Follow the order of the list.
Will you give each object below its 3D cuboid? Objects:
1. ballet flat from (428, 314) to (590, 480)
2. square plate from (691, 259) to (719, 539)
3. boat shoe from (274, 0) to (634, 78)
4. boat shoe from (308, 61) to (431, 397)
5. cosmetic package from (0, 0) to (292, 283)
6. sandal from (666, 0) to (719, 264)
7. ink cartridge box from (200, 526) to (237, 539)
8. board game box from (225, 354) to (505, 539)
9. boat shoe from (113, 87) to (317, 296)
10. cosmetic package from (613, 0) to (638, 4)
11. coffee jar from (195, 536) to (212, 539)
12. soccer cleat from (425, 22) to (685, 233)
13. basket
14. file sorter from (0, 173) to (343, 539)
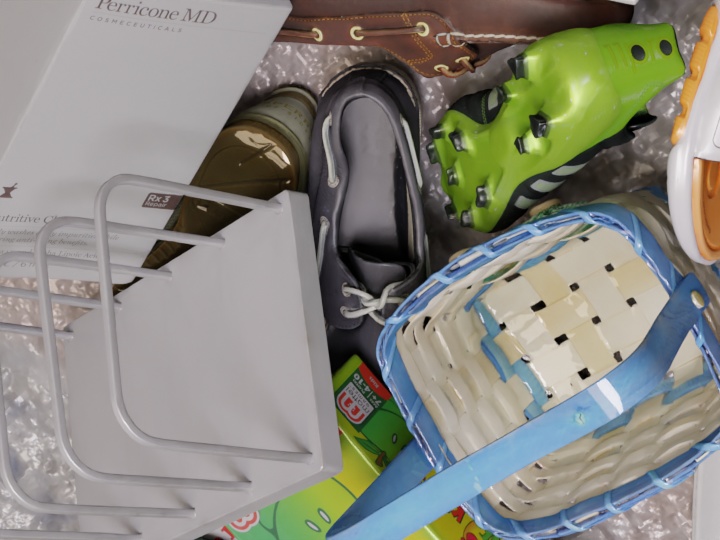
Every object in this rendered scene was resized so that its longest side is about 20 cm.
[{"bbox_3d":[0.047,0.042,1.079,0.199,0.046,0.068,30,99,2],"label":"ballet flat"},{"bbox_3d":[0.260,0.069,1.001,0.199,0.028,0.200,6,114,21],"label":"square plate"},{"bbox_3d":[0.037,-0.127,0.990,0.199,0.070,0.071,14,110,27],"label":"boat shoe"},{"bbox_3d":[0.000,0.000,1.022,0.072,0.063,0.202,2,100,5],"label":"boat shoe"},{"bbox_3d":[-0.131,-0.088,1.012,0.200,0.112,0.081,-56,46,39],"label":"cosmetic package"},{"bbox_3d":[0.184,-0.100,0.902,0.059,0.079,0.208,15,97,26],"label":"sandal"},{"bbox_3d":[0.002,0.175,1.127,0.200,0.084,0.146,39,121,4],"label":"ink cartridge box"},{"bbox_3d":[0.024,0.150,1.025,0.200,0.048,0.102,49,127,-2],"label":"board game box"},{"bbox_3d":[-0.078,-0.011,1.105,0.073,0.063,0.201,31,127,3],"label":"boat shoe"},{"bbox_3d":[0.049,-0.187,0.935,0.199,0.108,0.085,12,115,17],"label":"cosmetic package"},{"bbox_3d":[-0.108,0.215,1.026,0.104,0.200,0.086,19,118,16],"label":"coffee jar"},{"bbox_3d":[0.088,-0.064,0.963,0.200,0.081,0.068,141,113,-72],"label":"soccer cleat"},{"bbox_3d":[0.082,0.052,0.940,0.176,0.200,0.139,-31,99,29],"label":"basket"},{"bbox_3d":[-0.124,0.054,1.000,0.200,0.124,0.140,-28,62,43],"label":"file sorter"}]
